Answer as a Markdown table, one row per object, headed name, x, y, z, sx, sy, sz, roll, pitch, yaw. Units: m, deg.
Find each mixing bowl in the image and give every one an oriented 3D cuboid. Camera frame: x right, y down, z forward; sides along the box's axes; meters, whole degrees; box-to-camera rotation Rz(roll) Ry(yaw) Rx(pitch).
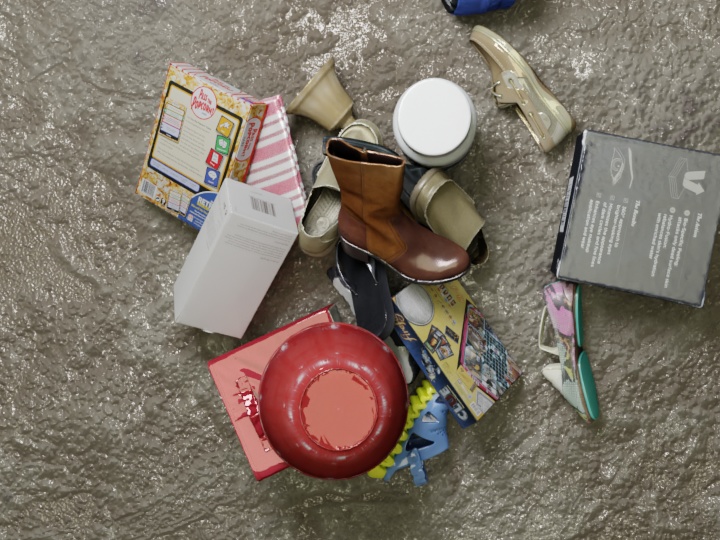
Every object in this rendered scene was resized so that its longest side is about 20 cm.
| name | x | y | z | sx | sy | sz | roll | pitch | yaw |
| --- | --- | --- | --- | --- | --- | --- | --- | --- | --- |
| mixing bowl | -0.030 | 0.165 | 1.145 | 0.196 | 0.108 | 0.205 | 0 | 86 | -5 |

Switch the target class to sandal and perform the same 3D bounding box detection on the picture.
| name | x | y | z | sx | sy | sz | roll | pitch | yaw |
| --- | --- | --- | --- | --- | --- | --- | --- | --- | --- |
| sandal | 0.001 | 0.000 | 1.263 | 0.076 | 0.042 | 0.203 | -42 | 50 | 32 |
| sandal | 0.093 | 0.229 | 1.332 | 0.086 | 0.080 | 0.202 | 32 | 104 | 0 |

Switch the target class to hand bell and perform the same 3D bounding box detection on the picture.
| name | x | y | z | sx | sy | sz | roll | pitch | yaw |
| --- | --- | --- | --- | --- | --- | --- | --- | --- | --- |
| hand bell | -0.004 | -0.195 | 1.327 | 0.200 | 0.104 | 0.104 | 43 | 96 | -9 |

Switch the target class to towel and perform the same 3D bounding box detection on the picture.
| name | x | y | z | sx | sy | sz | roll | pitch | yaw |
| --- | --- | --- | --- | --- | --- | --- | --- | --- | --- |
| towel | -0.143 | -0.135 | 1.335 | 0.144 | 0.030 | 0.204 | -12 | 95 | 35 |

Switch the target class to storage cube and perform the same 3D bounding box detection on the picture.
| name | x | y | z | sx | sy | sz | roll | pitch | yaw |
| --- | --- | --- | --- | --- | --- | --- | --- | --- | --- |
| storage cube | -0.086 | 0.162 | 1.288 | 0.177 | 0.200 | 0.174 | -24 | 89 | 1 |

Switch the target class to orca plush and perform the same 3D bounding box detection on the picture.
| name | x | y | z | sx | sy | sz | roll | pitch | yaw |
| --- | --- | --- | --- | --- | --- | --- | --- | --- | --- |
| orca plush | 0.030 | 0.066 | 1.349 | 0.200 | 0.071 | 0.106 | 45 | 142 | 13 |

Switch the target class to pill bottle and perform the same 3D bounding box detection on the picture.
| name | x | y | z | sx | sy | sz | roll | pitch | yaw |
| --- | --- | --- | --- | --- | --- | --- | --- | --- | --- |
| pill bottle | 0.100 | -0.194 | 1.245 | 0.111 | 0.200 | 0.116 | 0 | 92 | 5 |

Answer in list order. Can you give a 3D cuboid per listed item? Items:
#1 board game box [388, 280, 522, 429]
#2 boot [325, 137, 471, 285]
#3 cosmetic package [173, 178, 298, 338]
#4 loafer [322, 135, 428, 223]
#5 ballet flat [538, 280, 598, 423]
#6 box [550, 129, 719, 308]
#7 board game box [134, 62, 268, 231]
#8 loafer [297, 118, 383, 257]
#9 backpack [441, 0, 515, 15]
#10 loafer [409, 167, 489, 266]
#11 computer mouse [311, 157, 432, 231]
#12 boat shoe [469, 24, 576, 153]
| name | x | y | z | sx | sy | sz | roll | pitch | yaw |
| --- | --- | --- | --- | --- | --- | --- | --- | --- | --- |
| board game box | 0.128 | 0.099 | 1.293 | 0.202 | 0.135 | 0.035 | 55 | 135 | 2 |
| boot | 0.053 | -0.077 | 1.159 | 0.186 | 0.202 | 0.069 | 23 | 59 | 18 |
| cosmetic package | -0.177 | -0.013 | 1.292 | 0.106 | 0.086 | 0.201 | 17 | 123 | -27 |
| loafer | 0.026 | -0.119 | 1.216 | 0.198 | 0.072 | 0.074 | 21 | 88 | -35 |
| ballet flat | 0.288 | 0.114 | 1.305 | 0.070 | 0.069 | 0.204 | -7 | 98 | 25 |
| box | 0.375 | -0.071 | 1.260 | 0.196 | 0.117 | 0.201 | 12 | 95 | 7 |
| board game box | -0.229 | -0.171 | 1.321 | 0.150 | 0.046 | 0.203 | 29 | 112 | 19 |
| loafer | -0.026 | -0.113 | 1.259 | 0.074 | 0.068 | 0.203 | 23 | 86 | 3 |
| backpack | 0.173 | -0.453 | 1.246 | 0.164 | 0.163 | 0.205 | -3 | 91 | 3 |
| loafer | 0.129 | -0.069 | 1.252 | 0.067 | 0.200 | 0.077 | 33 | 85 | 34 |
| computer mouse | 0.025 | -0.109 | 1.330 | 0.196 | 0.046 | 0.143 | -3 | 109 | 16 |
| boat shoe | 0.214 | -0.254 | 1.297 | 0.065 | 0.072 | 0.200 | -42 | 93 | 5 |
